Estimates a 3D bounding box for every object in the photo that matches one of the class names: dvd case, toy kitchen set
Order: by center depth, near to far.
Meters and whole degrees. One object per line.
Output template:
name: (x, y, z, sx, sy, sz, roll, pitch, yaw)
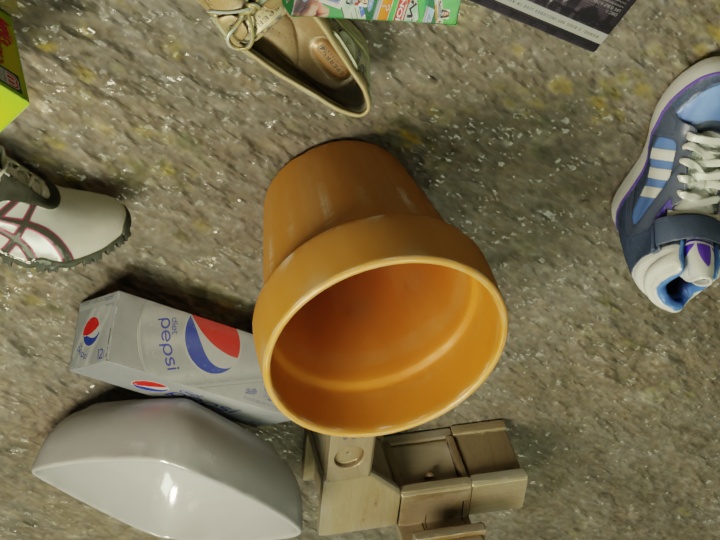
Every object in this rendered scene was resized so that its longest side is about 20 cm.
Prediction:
dvd case: (0.183, -0.268, 1.658, 0.148, 0.016, 0.200, 17, 125, -33)
toy kitchen set: (0.064, 0.176, 1.946, 0.198, 0.164, 0.181, -7, 135, -13)

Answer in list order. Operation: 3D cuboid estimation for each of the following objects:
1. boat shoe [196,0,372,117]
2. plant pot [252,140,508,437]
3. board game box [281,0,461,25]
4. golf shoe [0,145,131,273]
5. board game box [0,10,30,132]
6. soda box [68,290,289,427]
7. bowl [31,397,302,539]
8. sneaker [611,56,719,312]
boat shoe: (-0.058, -0.186, 1.619, 0.073, 0.063, 0.199, -41, 132, 22)
plant pot: (0.000, 0.000, 1.735, 0.198, 0.184, 0.201, -10, 136, -9)
board game box: (0.024, -0.277, 1.551, 0.133, 0.029, 0.201, 1, 119, -21)
golf shoe: (-0.272, -0.051, 1.672, 0.198, 0.077, 0.089, 0, 126, -20)
board game box: (-0.332, -0.102, 1.579, 0.200, 0.102, 0.047, -40, 134, 20)
soda box: (-0.144, 0.077, 1.831, 0.199, 0.064, 0.068, 20, 159, -33)
bowl: (-0.162, 0.171, 1.880, 0.199, 0.075, 0.199, -6, 152, 41)
sneaker: (0.286, -0.060, 1.802, 0.080, 0.147, 0.201, 7, 131, -25)
